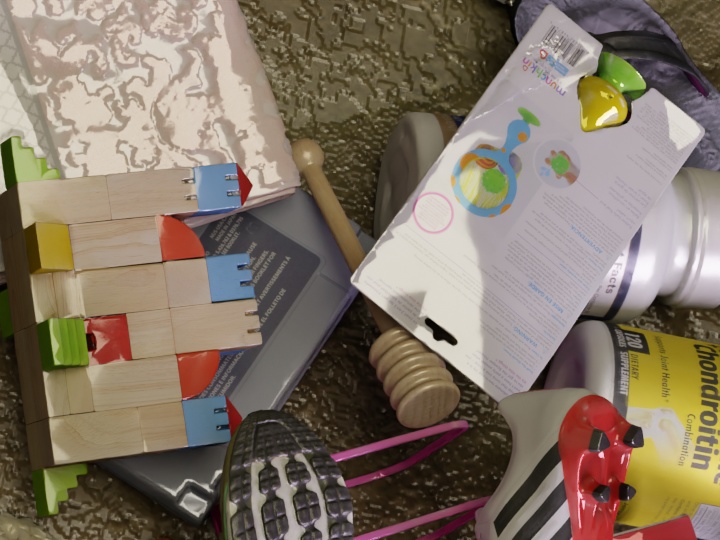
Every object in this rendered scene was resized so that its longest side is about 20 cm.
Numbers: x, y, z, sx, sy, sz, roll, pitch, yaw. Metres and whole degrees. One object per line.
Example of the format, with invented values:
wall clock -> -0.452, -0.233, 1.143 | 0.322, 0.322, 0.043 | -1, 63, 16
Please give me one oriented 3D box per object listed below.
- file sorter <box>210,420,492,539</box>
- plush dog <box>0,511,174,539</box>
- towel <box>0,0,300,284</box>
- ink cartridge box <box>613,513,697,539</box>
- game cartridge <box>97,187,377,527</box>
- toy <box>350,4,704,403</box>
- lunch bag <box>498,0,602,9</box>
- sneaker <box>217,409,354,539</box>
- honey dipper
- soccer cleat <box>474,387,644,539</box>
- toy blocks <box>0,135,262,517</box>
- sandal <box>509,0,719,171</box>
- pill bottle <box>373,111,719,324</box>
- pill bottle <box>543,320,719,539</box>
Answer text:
file sorter -> 0.021, 0.196, 1.624 | 0.125, 0.139, 0.201 | -14, 79, -22
plush dog -> -0.117, 0.221, 1.587 | 0.171, 0.160, 0.201 | 4, 74, -42
towel -> -0.152, -0.111, 1.672 | 0.190, 0.032, 0.201 | -18, 85, -9
ink cartridge box -> 0.153, 0.252, 1.639 | 0.082, 0.147, 0.201 | -13, 78, -17
game cartridge -> -0.092, 0.030, 1.681 | 0.133, 0.041, 0.200 | 34, 68, 3
toy -> 0.089, -0.034, 1.639 | 0.115, 0.047, 0.200 | 38, 75, -7
lunch bag -> 0.138, -0.246, 1.815 | 0.160, 0.076, 0.200 | 47, 69, -5
sneaker -> -0.052, 0.173, 1.531 | 0.077, 0.088, 0.201 | -3, 85, -36
honey dipper -> 0.000, 0.000, 1.649 | 0.038, 0.038, 0.201 | -14, 54, -19
soccer cleat -> 0.094, 0.159, 1.555 | 0.068, 0.085, 0.201 | 4, 94, -47
toy blocks -> -0.118, 0.024, 1.614 | 0.136, 0.100, 0.201 | -6, 84, -22
sandal -> 0.175, -0.107, 1.764 | 0.200, 0.048, 0.075 | 37, 94, -21
pill bottle -> 0.115, -0.028, 1.726 | 0.199, 0.111, 0.112 | 6, 73, -14
pill bottle -> 0.208, 0.100, 1.716 | 0.199, 0.112, 0.113 | 11, 72, -13
